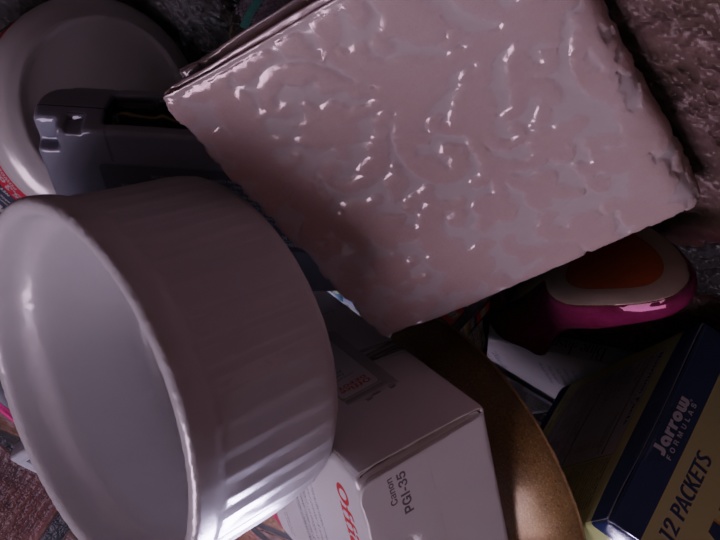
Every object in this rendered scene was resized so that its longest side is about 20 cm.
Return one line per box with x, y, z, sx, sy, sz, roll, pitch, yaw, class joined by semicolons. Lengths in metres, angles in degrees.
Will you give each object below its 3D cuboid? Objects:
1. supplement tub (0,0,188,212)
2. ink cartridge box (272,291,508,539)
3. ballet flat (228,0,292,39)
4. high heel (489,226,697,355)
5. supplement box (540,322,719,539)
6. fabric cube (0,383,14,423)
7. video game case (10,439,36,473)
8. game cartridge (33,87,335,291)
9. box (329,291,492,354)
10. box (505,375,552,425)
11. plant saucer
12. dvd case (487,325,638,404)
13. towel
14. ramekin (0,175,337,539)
-0.209;-0.095;0.787;0.140;0.141;0.200;43;155;-26;supplement tub
-0.003;0.112;0.690;0.200;0.083;0.147;34;144;53;ink cartridge box
-0.025;-0.084;0.672;0.072;0.072;0.200;17;154;31;ballet flat
0.138;0.021;0.686;0.096;0.067;0.200;50;166;-22;high heel
0.217;0.161;0.737;0.200;0.134;0.200;34;158;-3;supplement box
-0.241;0.033;1.019;0.196;0.200;0.200;12;151;41;fabric cube
-0.162;0.142;0.918;0.143;0.018;0.200;35;135;-29;video game case
-0.069;-0.040;0.655;0.199;0.041;0.134;5;140;6;game cartridge
0.000;0.000;0.797;0.200;0.040;0.137;38;162;20;box
0.111;0.197;0.866;0.158;0.200;0.048;33;162;-1;box
0.061;0.124;0.720;0.200;0.035;0.200;49;154;34;plant saucer
0.177;0.095;0.855;0.200;0.018;0.143;10;149;41;dvd case
0.039;-0.064;0.560;0.191;0.032;0.200;-25;130;21;towel
-0.101;0.048;0.594;0.200;0.098;0.201;27;127;42;ramekin
